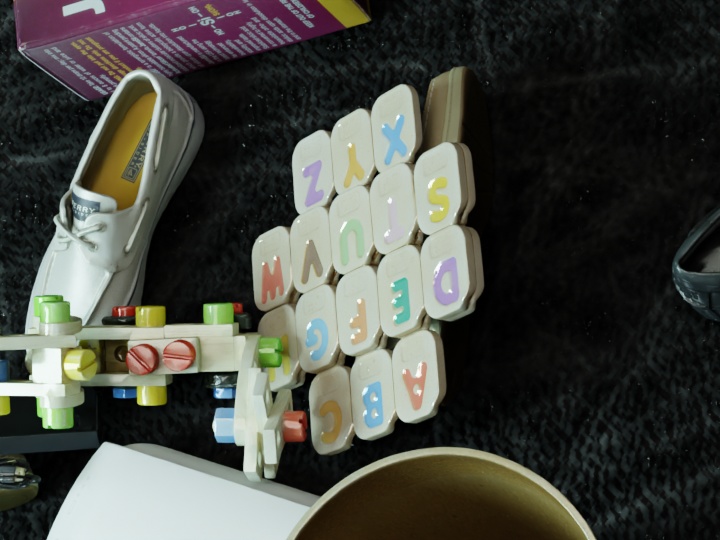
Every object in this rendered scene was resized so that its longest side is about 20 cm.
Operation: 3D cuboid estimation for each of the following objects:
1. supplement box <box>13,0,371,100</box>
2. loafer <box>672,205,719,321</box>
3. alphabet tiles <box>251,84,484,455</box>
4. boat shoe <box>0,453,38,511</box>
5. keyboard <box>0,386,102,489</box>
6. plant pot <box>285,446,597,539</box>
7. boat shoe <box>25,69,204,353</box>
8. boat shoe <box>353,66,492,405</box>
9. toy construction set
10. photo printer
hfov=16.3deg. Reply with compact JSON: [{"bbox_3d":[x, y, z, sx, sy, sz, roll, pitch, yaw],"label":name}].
[{"bbox_3d":[-0.108,-0.202,1.545,0.200,0.103,0.131,-15,71,17],"label":"supplement box"},{"bbox_3d":[0.262,-0.038,1.374,0.201,0.070,0.068,-31,67,10],"label":"loafer"},{"bbox_3d":[0.000,0.000,1.436,0.200,0.015,0.196,-25,64,48],"label":"alphabet tiles"},{"bbox_3d":[-0.290,0.120,1.540,0.201,0.073,0.063,-6,77,27],"label":"boat shoe"},{"bbox_3d":[-0.253,0.103,1.482,0.200,0.127,0.021,-4,112,-4],"label":"keyboard"},{"bbox_3d":[0.070,0.203,1.306,0.186,0.200,0.186,-6,72,20],"label":"plant pot"},{"bbox_3d":[-0.159,-0.030,1.531,0.071,0.070,0.200,21,81,25],"label":"boat shoe"},{"bbox_3d":[0.033,-0.022,1.459,0.065,0.072,0.200,4,82,21],"label":"boat shoe"},{"bbox_3d":[-0.121,0.057,1.449,0.200,0.131,0.092,13,93,7],"label":"toy construction set"},{"bbox_3d":[-0.096,0.193,1.443,0.200,0.069,0.166,16,83,24],"label":"photo printer"}]
